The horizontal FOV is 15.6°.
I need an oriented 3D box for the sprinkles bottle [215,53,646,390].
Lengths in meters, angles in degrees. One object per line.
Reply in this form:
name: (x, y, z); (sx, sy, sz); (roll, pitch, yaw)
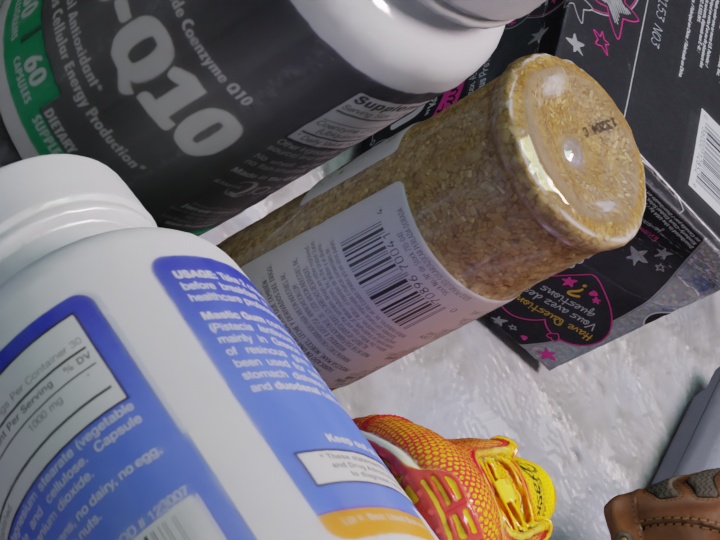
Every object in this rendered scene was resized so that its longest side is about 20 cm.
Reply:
sprinkles bottle: (0.000, 0.000, 0.874); (0.068, 0.200, 0.068); (29, 47, -36)

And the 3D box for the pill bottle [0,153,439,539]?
pill bottle: (-0.061, 0.059, 0.799); (0.112, 0.112, 0.200); (10, 34, -46)

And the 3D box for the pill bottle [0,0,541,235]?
pill bottle: (-0.023, -0.096, 0.898); (0.113, 0.200, 0.113); (28, 47, -35)

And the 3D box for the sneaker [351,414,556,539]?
sneaker: (0.028, 0.076, 0.878); (0.200, 0.077, 0.073); (114, -46, -83)

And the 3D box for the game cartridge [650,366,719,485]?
game cartridge: (0.202, 0.150, 1.155); (0.200, 0.041, 0.133); (51, 42, -13)

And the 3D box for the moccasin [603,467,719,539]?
moccasin: (0.142, 0.178, 1.035); (0.074, 0.078, 0.202); (-62, 136, -66)

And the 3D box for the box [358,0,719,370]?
box: (0.093, -0.081, 1.112); (0.132, 0.115, 0.200); (42, 42, -26)
